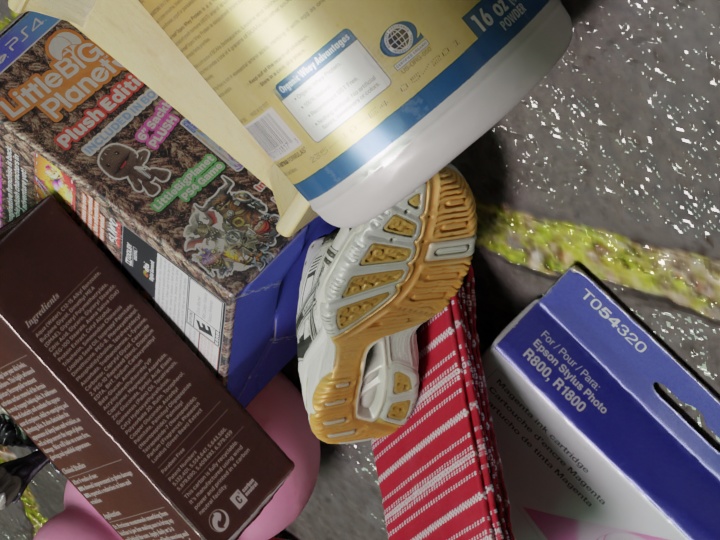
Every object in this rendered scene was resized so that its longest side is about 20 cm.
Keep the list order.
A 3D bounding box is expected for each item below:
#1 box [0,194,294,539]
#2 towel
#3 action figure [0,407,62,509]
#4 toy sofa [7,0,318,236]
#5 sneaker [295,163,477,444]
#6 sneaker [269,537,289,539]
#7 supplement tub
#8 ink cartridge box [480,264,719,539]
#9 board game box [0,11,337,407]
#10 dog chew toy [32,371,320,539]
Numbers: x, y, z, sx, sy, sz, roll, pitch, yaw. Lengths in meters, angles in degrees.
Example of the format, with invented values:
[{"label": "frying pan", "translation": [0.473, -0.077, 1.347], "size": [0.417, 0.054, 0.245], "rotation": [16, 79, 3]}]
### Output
[{"label": "box", "translation": [-0.139, 0.063, 1.321], "size": [0.200, 0.075, 0.100], "rotation": [48, 153, -11]}, {"label": "towel", "translation": [0.042, 0.106, 1.288], "size": [0.145, 0.022, 0.201], "rotation": [134, 130, -62]}, {"label": "action figure", "translation": [-0.236, 0.085, 1.614], "size": [0.119, 0.102, 0.200], "rotation": [53, 147, 5]}, {"label": "toy sofa", "translation": [-0.068, -0.118, 1.235], "size": [0.200, 0.098, 0.083], "rotation": [40, 123, 10]}, {"label": "sneaker", "translation": [0.000, 0.000, 1.249], "size": [0.200, 0.075, 0.088], "rotation": [111, 149, -46]}, {"label": "sneaker", "translation": [-0.101, 0.154, 1.584], "size": [0.071, 0.112, 0.201], "rotation": [-15, 84, 56]}, {"label": "supplement tub", "translation": [-0.019, -0.136, 1.083], "size": [0.200, 0.145, 0.145], "rotation": [50, 147, -7]}, {"label": "ink cartridge box", "translation": [0.131, 0.115, 1.286], "size": [0.196, 0.043, 0.200], "rotation": [44, 149, 4]}, {"label": "board game box", "translation": [-0.120, -0.033, 1.344], "size": [0.200, 0.097, 0.160], "rotation": [37, 152, 14]}, {"label": "dog chew toy", "translation": [-0.115, 0.137, 1.438], "size": [0.124, 0.200, 0.125], "rotation": [32, 149, 23]}]
